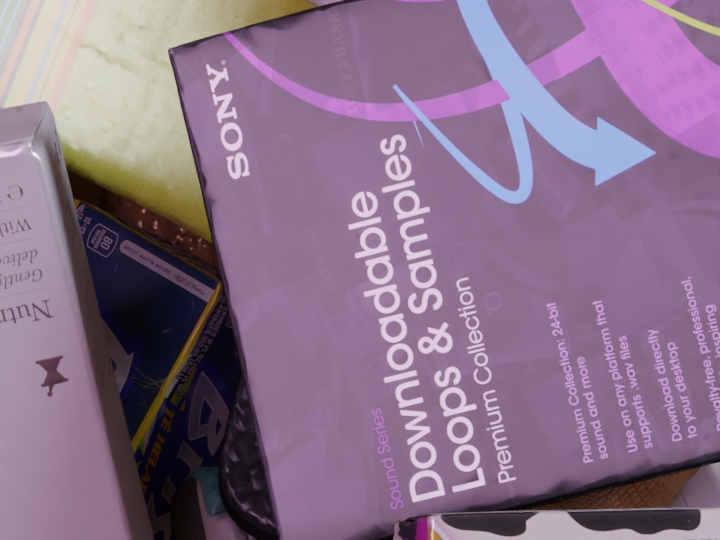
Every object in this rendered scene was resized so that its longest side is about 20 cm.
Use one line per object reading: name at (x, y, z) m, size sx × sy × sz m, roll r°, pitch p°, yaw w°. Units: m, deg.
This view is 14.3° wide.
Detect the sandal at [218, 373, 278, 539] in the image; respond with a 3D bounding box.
sandal at (0.000, 0.000, 0.938) m, size 0.075 × 0.045 × 0.201 m, roll 16°, pitch 69°, yaw 5°

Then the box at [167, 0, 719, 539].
box at (0.060, -0.014, 0.754) m, size 0.199 × 0.036 × 0.144 m, roll -15°, pitch 82°, yaw 8°

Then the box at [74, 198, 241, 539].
box at (-0.104, 0.083, 0.962) m, size 0.070 × 0.064 × 0.201 m, roll 29°, pitch 91°, yaw 26°

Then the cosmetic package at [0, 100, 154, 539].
cosmetic package at (-0.121, 0.063, 0.832) m, size 0.112 × 0.081 × 0.201 m, roll -14°, pitch 103°, yaw -1°

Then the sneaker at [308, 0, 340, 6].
sneaker at (-0.011, -0.142, 0.911) m, size 0.080 × 0.200 × 0.071 m, roll 26°, pitch 45°, yaw -7°

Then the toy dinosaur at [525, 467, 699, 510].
toy dinosaur at (0.045, 0.078, 0.792) m, size 0.101 × 0.058 × 0.200 m, roll 38°, pitch 89°, yaw 13°

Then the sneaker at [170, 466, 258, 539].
sneaker at (-0.038, 0.162, 0.912) m, size 0.091 × 0.078 × 0.201 m, roll -25°, pitch 68°, yaw 20°

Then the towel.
towel at (-0.065, -0.062, 0.880) m, size 0.018 × 0.199 × 0.086 m, roll -12°, pitch 54°, yaw 62°

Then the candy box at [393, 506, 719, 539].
candy box at (0.110, 0.126, 0.711) m, size 0.199 × 0.061 × 0.137 m, roll -1°, pitch 83°, yaw -7°

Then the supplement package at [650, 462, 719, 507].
supplement package at (0.094, 0.130, 0.839) m, size 0.113 × 0.109 × 0.201 m, roll -32°, pitch 68°, yaw 14°

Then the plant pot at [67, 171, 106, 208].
plant pot at (-0.211, -0.007, 0.967) m, size 0.193 × 0.195 × 0.201 m, roll 6°, pitch 87°, yaw 24°
